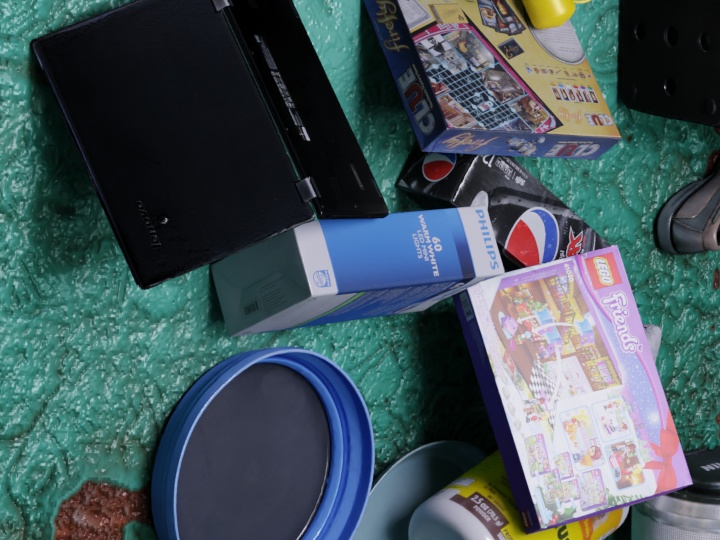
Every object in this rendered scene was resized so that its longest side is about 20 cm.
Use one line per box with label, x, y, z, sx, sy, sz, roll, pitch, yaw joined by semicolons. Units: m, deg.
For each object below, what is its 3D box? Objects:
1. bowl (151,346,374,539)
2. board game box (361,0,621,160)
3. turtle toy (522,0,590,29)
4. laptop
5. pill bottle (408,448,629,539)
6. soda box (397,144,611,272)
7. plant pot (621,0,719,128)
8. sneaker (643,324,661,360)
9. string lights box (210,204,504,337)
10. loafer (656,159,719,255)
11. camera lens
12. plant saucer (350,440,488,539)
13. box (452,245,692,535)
bowl;-0.074;0.154;1.690;0.200;0.039;0.202;-12;107;-42
board game box;0.104;-0.154;1.742;0.199;0.035;0.136;1;61;-43
turtle toy;0.155;-0.269;1.744;0.200;0.101;0.146;-30;98;-36
laptop;-0.099;-0.098;1.564;0.188;0.116;0.200;66;21;8
pill bottle;0.142;0.190;1.817;0.200;0.109;0.110;-31;120;-33
soda box;0.120;-0.041;1.810;0.200;0.071;0.064;37;78;-42
plant pot;0.330;-0.202;1.903;0.177;0.199;0.201;-9;106;-30
sneaker;0.191;0.073;1.907;0.200;0.114;0.076;1;101;-79
string lights box;0.000;0.000;1.674;0.199;0.103;0.059;-7;76;-43
loafer;0.349;-0.073;2.028;0.200;0.063;0.072;-40;124;-30
camera lens;0.321;0.268;2.012;0.159;0.160;0.201;-13;109;-41
plant saucer;0.049;0.234;1.836;0.200;0.027;0.201;-12;108;-41
box;0.165;0.092;1.760;0.136;0.039;0.201;-13;80;-19
